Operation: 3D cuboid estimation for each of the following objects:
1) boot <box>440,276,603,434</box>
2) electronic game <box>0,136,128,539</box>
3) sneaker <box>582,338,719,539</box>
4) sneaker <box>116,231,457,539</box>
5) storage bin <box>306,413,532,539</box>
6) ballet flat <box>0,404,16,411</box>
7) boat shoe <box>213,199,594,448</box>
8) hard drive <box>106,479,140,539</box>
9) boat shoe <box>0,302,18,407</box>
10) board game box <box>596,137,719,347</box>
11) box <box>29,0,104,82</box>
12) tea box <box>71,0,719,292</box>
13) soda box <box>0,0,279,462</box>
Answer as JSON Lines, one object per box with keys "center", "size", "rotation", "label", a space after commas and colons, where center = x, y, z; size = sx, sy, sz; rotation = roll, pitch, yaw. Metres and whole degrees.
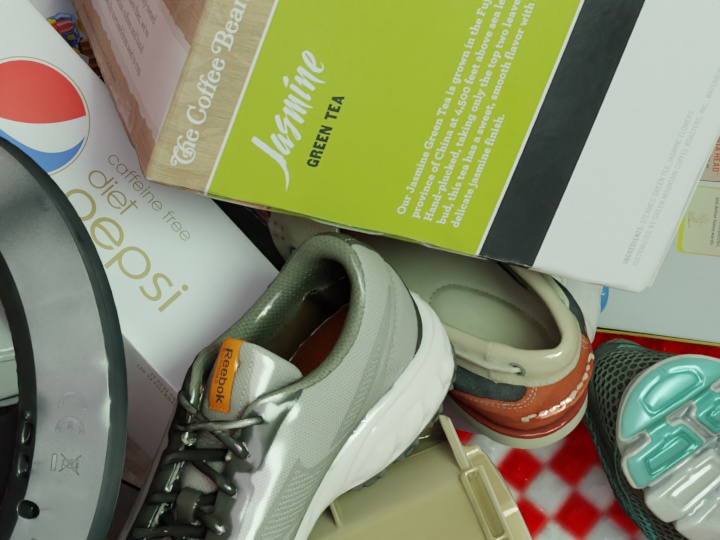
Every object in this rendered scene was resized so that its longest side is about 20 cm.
{"center": [0.000, 0.000, 1.097], "size": [0.200, 0.074, 0.096], "rotation": [14, 57, 13], "label": "boot"}
{"center": [-0.156, 0.046, 0.948], "size": [0.200, 0.042, 0.200], "rotation": [-3, 86, 38], "label": "electronic game"}
{"center": [0.149, 0.098, 1.100], "size": [0.078, 0.091, 0.200], "rotation": [-38, 118, -10], "label": "sneaker"}
{"center": [-0.046, 0.072, 0.910], "size": [0.074, 0.079, 0.200], "rotation": [18, 64, 34], "label": "sneaker"}
{"center": [-0.013, 0.182, 0.952], "size": [0.200, 0.094, 0.199], "rotation": [-24, 67, 4], "label": "storage bin"}
{"center": [-0.164, 0.027, 1.096], "size": [0.067, 0.046, 0.200], "rotation": [-15, 83, 1], "label": "ballet flat"}
{"center": [0.007, -0.013, 1.026], "size": [0.071, 0.063, 0.200], "rotation": [-42, 65, -14], "label": "boat shoe"}
{"center": [-0.145, 0.164, 1.041], "size": [0.033, 0.140, 0.200], "rotation": [26, 85, 21], "label": "hard drive"}
{"center": [-0.176, 0.019, 1.040], "size": [0.200, 0.067, 0.074], "rotation": [-9, 84, 3], "label": "boat shoe"}
{"center": [0.184, -0.039, 1.066], "size": [0.200, 0.040, 0.153], "rotation": [8, 90, 35], "label": "board game box"}
{"center": [-0.126, -0.138, 1.085], "size": [0.136, 0.038, 0.200], "rotation": [-11, 88, -24], "label": "box"}
{"center": [0.013, -0.110, 0.994], "size": [0.197, 0.200, 0.134], "rotation": [13, 113, -21], "label": "tea box"}
{"center": [-0.106, -0.022, 1.000], "size": [0.200, 0.068, 0.064], "rotation": [48, 64, 1], "label": "soda box"}
